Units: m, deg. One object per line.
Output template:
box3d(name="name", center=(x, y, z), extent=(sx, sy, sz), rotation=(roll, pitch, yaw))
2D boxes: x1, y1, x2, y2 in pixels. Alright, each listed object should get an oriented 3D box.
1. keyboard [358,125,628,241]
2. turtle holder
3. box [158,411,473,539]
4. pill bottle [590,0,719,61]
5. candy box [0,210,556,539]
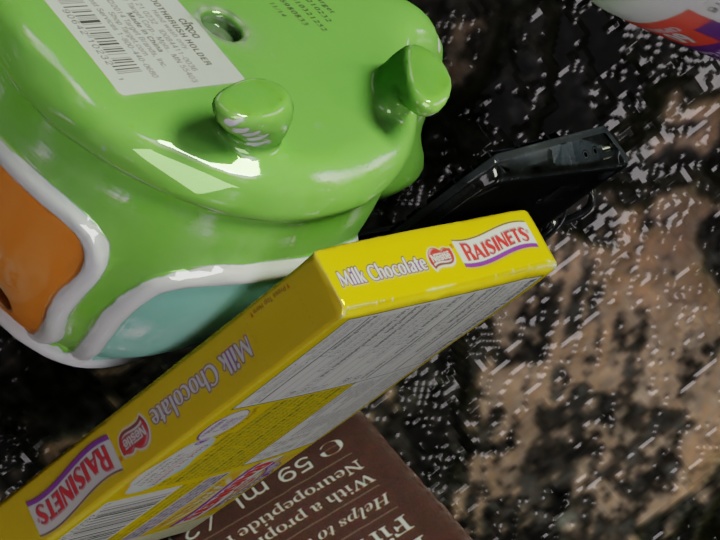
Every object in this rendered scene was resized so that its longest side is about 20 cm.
box3d(name="keyboard", center=(0.000, 0.000, 0.954), extent=(0.200, 0.040, 0.104), rotation=(-36, 163, 37))
box3d(name="turtle holder", center=(-0.056, -0.048, 0.899), extent=(0.141, 0.186, 0.132), rotation=(32, 122, 2))
box3d(name="box", center=(-0.003, 0.189, 0.991), extent=(0.165, 0.200, 0.165), rotation=(-31, 125, -10))
box3d(name="pill bottle", center=(0.175, -0.107, 0.952), extent=(0.199, 0.112, 0.112), rotation=(19, 110, -28))
box3d(name="candy box", center=(-0.037, 0.043, 0.911), extent=(0.102, 0.026, 0.200), rotation=(-15, 163, -49))
